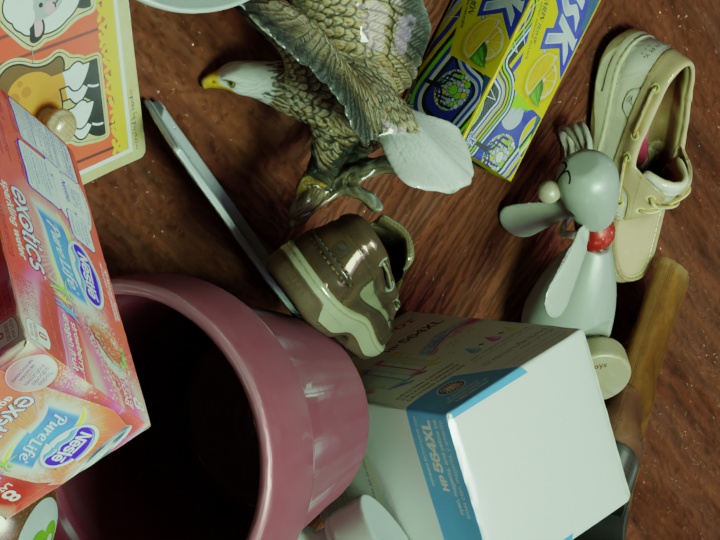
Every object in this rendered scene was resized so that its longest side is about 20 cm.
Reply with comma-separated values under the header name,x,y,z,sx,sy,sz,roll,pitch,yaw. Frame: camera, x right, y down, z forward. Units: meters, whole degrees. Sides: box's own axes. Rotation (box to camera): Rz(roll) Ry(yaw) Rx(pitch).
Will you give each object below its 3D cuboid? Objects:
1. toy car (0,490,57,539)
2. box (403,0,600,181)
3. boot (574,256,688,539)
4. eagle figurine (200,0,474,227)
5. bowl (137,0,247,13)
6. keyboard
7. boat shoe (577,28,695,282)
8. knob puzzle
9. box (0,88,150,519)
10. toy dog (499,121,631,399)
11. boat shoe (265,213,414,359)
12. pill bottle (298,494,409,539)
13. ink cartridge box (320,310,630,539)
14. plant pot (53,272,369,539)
name,x,y,z,sx,sy,sz,roll,pitch,yaw
toy car,-0.222,0.151,1.085,0.157,0.200,0.165,5,108,-21
box,0.104,-0.167,1.398,0.070,0.064,0.200,28,87,-50
boot,0.195,0.110,1.629,0.188,0.068,0.200,83,24,-59
eagle figurine,-0.025,-0.127,1.237,0.151,0.152,0.200,-18,129,-16
bowl,-0.111,-0.236,1.102,0.201,0.090,0.202,-9,104,-40
keyboard,-0.076,-0.026,1.285,0.011,0.056,0.200,-30,135,4
boat shoe,0.207,-0.074,1.547,0.074,0.069,0.200,-27,128,-37
knob puzzle,-0.199,-0.106,1.133,0.219,0.030,0.220,-23,125,-37
box,-0.187,0.006,1.044,0.095,0.200,0.103,-33,140,14
toy dog,0.132,0.003,1.491,0.096,0.132,0.200,-12,114,-7
boat shoe,0.004,0.005,1.287,0.075,0.075,0.202,-39,173,3
pill bottle,-0.058,0.227,1.329,0.200,0.111,0.111,-34,139,10
ink cartridge box,0.052,0.112,1.395,0.128,0.200,0.125,-29,111,-34
plant pot,-0.092,0.096,1.241,0.179,0.200,0.200,-11,118,-61
